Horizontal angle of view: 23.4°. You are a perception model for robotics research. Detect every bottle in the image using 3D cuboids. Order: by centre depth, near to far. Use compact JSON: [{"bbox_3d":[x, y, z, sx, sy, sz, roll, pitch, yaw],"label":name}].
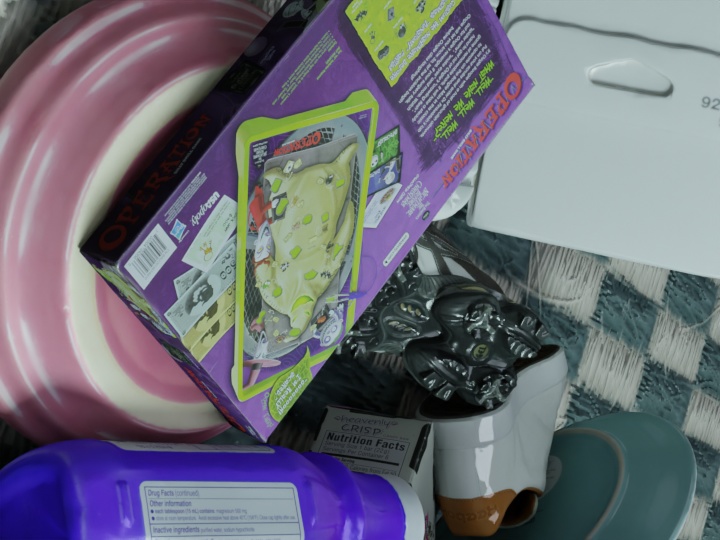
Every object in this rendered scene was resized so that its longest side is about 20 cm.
[{"bbox_3d":[-0.057,0.107,0.717,0.200,0.083,0.065,8,64,-46],"label":"bottle"}]

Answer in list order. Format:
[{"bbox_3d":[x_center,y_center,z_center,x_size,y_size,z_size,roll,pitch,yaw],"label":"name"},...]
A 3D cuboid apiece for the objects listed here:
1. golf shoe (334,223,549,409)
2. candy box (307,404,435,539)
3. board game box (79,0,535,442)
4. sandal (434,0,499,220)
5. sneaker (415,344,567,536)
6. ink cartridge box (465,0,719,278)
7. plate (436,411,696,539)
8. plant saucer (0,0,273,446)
[{"bbox_3d":[0.000,0.000,0.865,0.200,0.095,0.078,34,102,-35],"label":"golf shoe"},{"bbox_3d":[-0.014,0.183,0.845,0.200,0.061,0.137,-66,160,-48],"label":"candy box"},{"bbox_3d":[-0.014,-0.044,0.697,0.200,0.032,0.120,-52,131,-19],"label":"board game box"},{"bbox_3d":[0.025,-0.120,0.871,0.082,0.050,0.203,29,59,-39],"label":"sandal"},{"bbox_3d":[0.074,0.095,0.983,0.200,0.073,0.085,-32,115,-68],"label":"sneaker"},{"bbox_3d":[0.158,-0.087,0.968,0.200,0.147,0.145,-20,120,-73],"label":"ink cartridge box"},{"bbox_3d":[0.095,0.144,0.971,0.026,0.200,0.200,50,53,-20],"label":"plate"},{"bbox_3d":[-0.072,-0.014,0.704,0.200,0.051,0.201,-18,116,-42],"label":"plant saucer"}]
